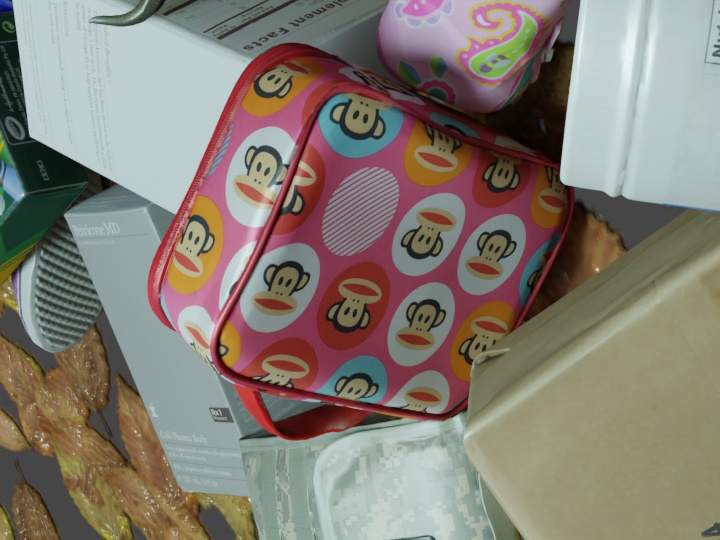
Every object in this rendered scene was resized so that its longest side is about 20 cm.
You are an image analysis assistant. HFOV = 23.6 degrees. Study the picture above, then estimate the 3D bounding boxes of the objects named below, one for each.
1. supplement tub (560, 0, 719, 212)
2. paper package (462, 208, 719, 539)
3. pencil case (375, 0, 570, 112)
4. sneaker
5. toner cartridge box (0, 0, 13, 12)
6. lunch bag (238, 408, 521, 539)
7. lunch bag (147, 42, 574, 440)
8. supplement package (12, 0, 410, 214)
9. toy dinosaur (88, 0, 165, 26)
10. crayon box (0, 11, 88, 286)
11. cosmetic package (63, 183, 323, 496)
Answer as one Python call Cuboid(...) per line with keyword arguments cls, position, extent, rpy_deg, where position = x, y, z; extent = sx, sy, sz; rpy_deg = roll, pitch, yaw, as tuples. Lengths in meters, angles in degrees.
Cuboid(cls="supplement tub", position=(0.177, -0.080, 0.613), extent=(0.197, 0.133, 0.133), rpy_deg=(7, 127, 8))
Cuboid(cls="paper package", position=(0.168, 0.084, 0.735), extent=(0.190, 0.104, 0.201), rpy_deg=(-35, 97, 12))
Cuboid(cls="pencil case", position=(0.075, -0.157, 0.770), extent=(0.087, 0.087, 0.201), rpy_deg=(45, 141, 14))
Cuboid(cls="sneaker", position=(-0.230, -0.050, 1.189), extent=(0.114, 0.072, 0.203), rpy_deg=(23, 120, 40))
Cuboid(cls="toner cartridge box", position=(-0.298, -0.218, 1.060), extent=(0.094, 0.044, 0.199), rpy_deg=(3, 160, 46))
Cuboid(cls="lunch bag", position=(0.026, 0.160, 0.968), extent=(0.199, 0.116, 0.166), rpy_deg=(-14, 89, 60))
Cuboid(cls="lunch bag", position=(0.000, 0.000, 0.831), extent=(0.082, 0.199, 0.178), rpy_deg=(33, 100, 44))
Cuboid(cls="supplement package", position=(-0.082, -0.110, 0.941), extent=(0.199, 0.117, 0.118), rpy_deg=(28, 133, 33))
Cuboid(cls="toy dinosaur", position=(-0.059, -0.195, 0.846), extent=(0.078, 0.198, 0.102), rpy_deg=(63, 178, 17))
Cuboid(cls="crayon box", position=(-0.259, -0.060, 1.122), extent=(0.200, 0.051, 0.127), rpy_deg=(-41, 69, 47))
Cuboid(cls="cosmetic package", position=(-0.095, 0.034, 1.083), extent=(0.106, 0.090, 0.202), rpy_deg=(-4, 115, 52))
